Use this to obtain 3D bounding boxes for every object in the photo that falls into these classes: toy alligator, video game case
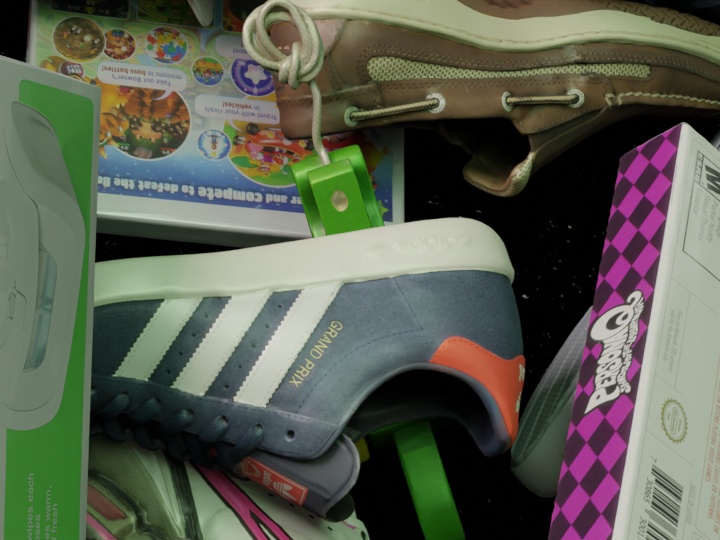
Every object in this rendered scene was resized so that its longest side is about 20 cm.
[{"bbox_3d":[0.000,0.000,0.810,0.059,0.054,0.200,-18,99,-2],"label":"toy alligator"},{"bbox_3d":[0.141,0.078,0.766,0.181,0.036,0.200,39,45,-26],"label":"video game case"},{"bbox_3d":[-0.054,-0.104,0.885,0.143,0.018,0.201,6,65,-13],"label":"video game case"}]

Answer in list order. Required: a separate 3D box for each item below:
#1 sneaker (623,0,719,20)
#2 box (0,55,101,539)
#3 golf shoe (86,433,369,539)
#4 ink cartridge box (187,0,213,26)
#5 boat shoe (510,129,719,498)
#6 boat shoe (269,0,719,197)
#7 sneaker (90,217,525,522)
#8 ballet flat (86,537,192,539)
[{"bbox_3d":[0.079,-0.168,0.901,0.146,0.077,0.202,11,28,-41],"label":"sneaker"},{"bbox_3d":[-0.172,0.041,0.654,0.176,0.097,0.201,-2,83,28],"label":"box"},{"bbox_3d":[-0.018,0.113,0.768,0.200,0.073,0.092,42,62,6],"label":"golf shoe"},{"bbox_3d":[-0.111,-0.180,0.807,0.067,0.200,0.116,-7,57,14],"label":"ink cartridge box"},{"bbox_3d":[0.127,0.013,0.853,0.062,0.072,0.200,40,62,-2],"label":"boat shoe"},{"bbox_3d":[0.055,-0.064,0.866,0.202,0.075,0.075,5,85,-26],"label":"boat shoe"},{"bbox_3d":[-0.042,0.042,0.733,0.199,0.075,0.085,-11,72,-5],"label":"sneaker"},{"bbox_3d":[-0.113,0.090,0.713,0.200,0.057,0.066,7,30,33],"label":"ballet flat"}]
